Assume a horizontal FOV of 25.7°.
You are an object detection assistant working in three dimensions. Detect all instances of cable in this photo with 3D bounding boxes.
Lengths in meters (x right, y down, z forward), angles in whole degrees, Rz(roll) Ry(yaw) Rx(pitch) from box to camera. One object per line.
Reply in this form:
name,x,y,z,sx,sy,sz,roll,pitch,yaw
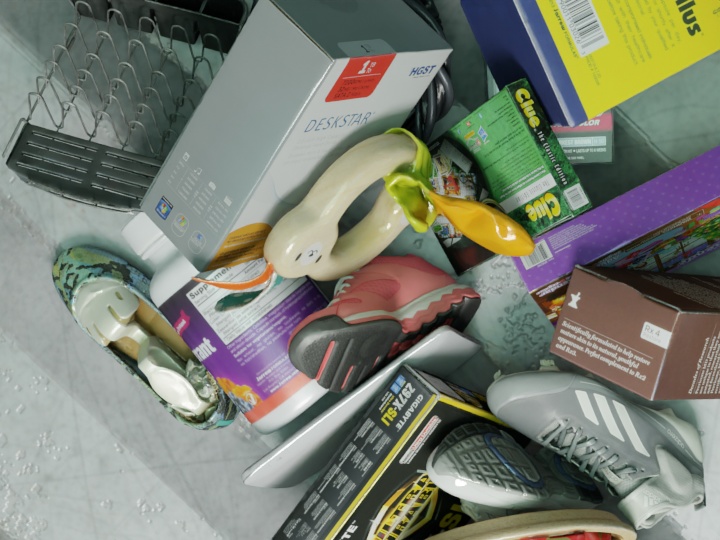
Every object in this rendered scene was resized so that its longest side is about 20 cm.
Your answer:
cable,-0.009,-0.170,1.235,0.163,0.051,0.200,-25,86,23

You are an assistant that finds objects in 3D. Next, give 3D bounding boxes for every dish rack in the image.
dish rack,-0.185,-0.141,1.229,0.153,0.055,0.200,15,61,7

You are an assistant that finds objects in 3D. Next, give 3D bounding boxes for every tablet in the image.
tablet,0.005,0.112,1.250,0.200,0.130,0.014,-37,73,8

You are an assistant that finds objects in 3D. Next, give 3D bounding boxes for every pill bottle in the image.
pill bottle,-0.097,0.022,1.257,0.111,0.111,0.200,-38,91,8

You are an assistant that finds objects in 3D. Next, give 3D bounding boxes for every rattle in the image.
rattle,0.000,0.000,1.142,0.200,0.130,0.143,-36,80,-30

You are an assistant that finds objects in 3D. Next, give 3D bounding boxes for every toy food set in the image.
toy food set,0.119,0.231,1.224,0.198,0.200,0.049,-15,69,15

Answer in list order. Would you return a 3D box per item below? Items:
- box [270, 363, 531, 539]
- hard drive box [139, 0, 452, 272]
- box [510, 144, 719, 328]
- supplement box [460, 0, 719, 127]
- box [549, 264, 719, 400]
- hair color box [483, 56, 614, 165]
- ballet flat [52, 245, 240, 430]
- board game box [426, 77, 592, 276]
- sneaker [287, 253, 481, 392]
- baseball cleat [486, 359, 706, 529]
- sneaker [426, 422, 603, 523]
box,0.030,0.178,1.240,0.049,0.160,0.200,42,99,34
hard drive box,-0.048,-0.105,1.156,0.077,0.156,0.200,46,122,19
box,0.220,-0.027,1.206,0.200,0.137,0.039,-27,71,8
supplement box,0.194,-0.194,1.145,0.200,0.109,0.110,-28,102,-11
box,0.246,0.048,1.174,0.100,0.200,0.075,27,104,44
hair color box,0.145,-0.182,1.236,0.099,0.061,0.200,-2,95,5
ballet flat,-0.178,0.055,1.290,0.200,0.074,0.074,40,98,1
board game box,0.097,-0.065,1.191,0.023,0.200,0.105,-24,88,-24
sneaker,0.003,0.033,1.221,0.087,0.200,0.074,45,124,25
baseball cleat,0.190,0.138,1.219,0.200,0.107,0.070,16,138,-22
sneaker,0.111,0.177,1.225,0.087,0.200,0.075,-44,52,18
